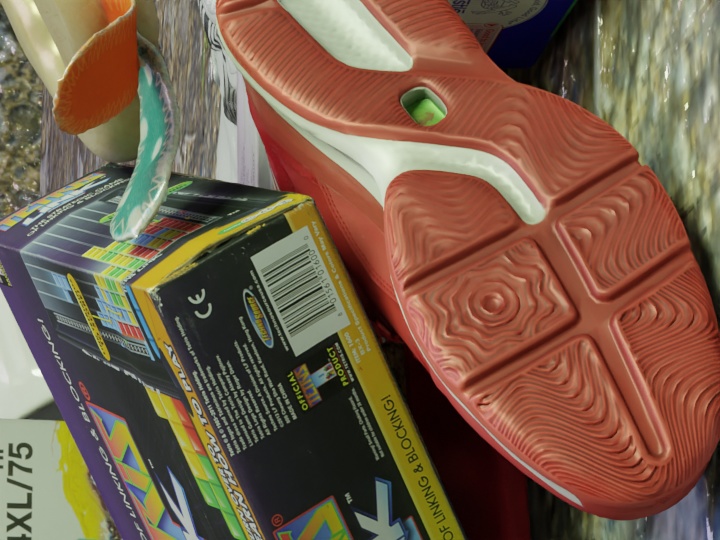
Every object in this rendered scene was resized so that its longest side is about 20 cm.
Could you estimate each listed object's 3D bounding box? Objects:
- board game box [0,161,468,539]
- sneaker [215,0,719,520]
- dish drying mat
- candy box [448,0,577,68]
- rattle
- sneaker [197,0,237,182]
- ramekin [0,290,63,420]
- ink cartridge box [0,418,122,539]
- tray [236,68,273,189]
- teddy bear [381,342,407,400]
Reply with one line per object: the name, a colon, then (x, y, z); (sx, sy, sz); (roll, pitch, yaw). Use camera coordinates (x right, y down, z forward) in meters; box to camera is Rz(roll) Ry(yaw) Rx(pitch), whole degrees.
board game box: (-0.027, 0.072, 0.743); (0.165, 0.056, 0.201); (10, 127, 65)
sneaker: (0.034, 0.003, 0.694); (0.201, 0.078, 0.116); (58, 170, 31)
dish drying mat: (0.032, 0.050, 0.785); (0.077, 0.018, 0.202); (-177, 83, -71)
candy box: (0.035, -0.182, 0.752); (0.169, 0.076, 0.202); (124, 146, -73)
rattle: (-0.044, -0.095, 0.730); (0.200, 0.142, 0.131); (-147, 47, -67)
sneaker: (-0.038, -0.062, 1.085); (0.201, 0.074, 0.116); (-106, 24, -49)
ramekin: (-0.127, 0.067, 1.230); (0.203, 0.201, 0.095); (104, 153, -43)
ink cartridge box: (-0.119, 0.163, 1.121); (0.146, 0.198, 0.148); (111, 158, -57)
tray: (-0.027, -0.030, 0.834); (0.107, 0.022, 0.202); (-123, 32, -76)
teddy bear: (0.000, 0.000, 0.902); (0.145, 0.066, 0.202); (152, 121, -73)
